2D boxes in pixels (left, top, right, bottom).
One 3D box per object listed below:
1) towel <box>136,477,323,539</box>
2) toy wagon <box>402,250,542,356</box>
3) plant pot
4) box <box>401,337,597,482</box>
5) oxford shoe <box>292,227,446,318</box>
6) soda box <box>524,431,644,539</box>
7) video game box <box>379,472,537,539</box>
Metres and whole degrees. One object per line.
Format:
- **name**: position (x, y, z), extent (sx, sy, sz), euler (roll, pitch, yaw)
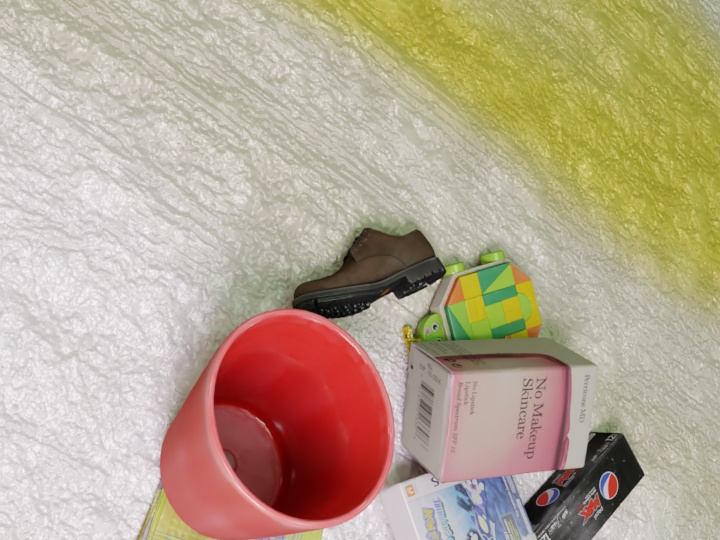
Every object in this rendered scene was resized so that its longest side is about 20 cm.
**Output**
- **towel**: position (-0.133, 0.279, 0.866), extent (0.197, 0.023, 0.147), euler (27, 69, -25)
- **toy wagon**: position (0.142, 0.066, 1.048), extent (0.197, 0.039, 0.159), euler (-15, 90, -31)
- **plant pot**: position (-0.094, 0.162, 0.796), extent (0.197, 0.177, 0.204), euler (20, 53, -29)
- **box**: position (0.159, 0.157, 0.974), extent (0.195, 0.109, 0.131), euler (0, 102, -23)
- **oxford shoe**: position (0.000, 0.000, 0.968), extent (0.197, 0.073, 0.086), euler (-18, 74, -33)
- **soda box**: position (0.276, 0.296, 1.076), extent (0.199, 0.063, 0.072), euler (-37, 101, -28)
- **video game box**: position (0.128, 0.319, 0.949), extent (0.179, 0.047, 0.204), euler (-7, 69, -40)
